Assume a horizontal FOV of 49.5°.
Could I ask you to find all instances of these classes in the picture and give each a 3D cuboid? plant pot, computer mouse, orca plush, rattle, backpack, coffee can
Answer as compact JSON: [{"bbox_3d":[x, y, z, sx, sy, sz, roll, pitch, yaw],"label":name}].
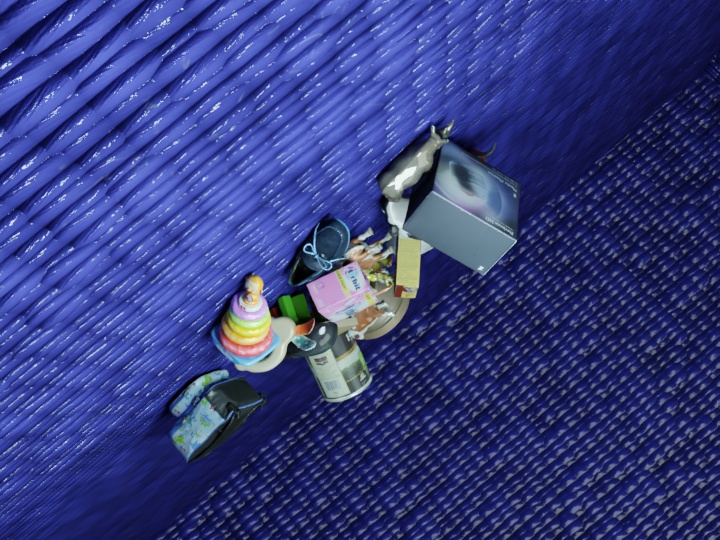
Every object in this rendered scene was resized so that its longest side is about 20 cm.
[{"bbox_3d":[0.025,0.079,2.113,0.201,0.201,0.093,-42,128,6],"label":"plant pot"},{"bbox_3d":[-0.112,0.167,1.702,0.138,0.053,0.200,-8,163,-37],"label":"computer mouse"},{"bbox_3d":[0.100,-0.124,1.711,0.200,0.071,0.105,13,109,-45],"label":"orca plush"},{"bbox_3d":[-0.172,0.146,1.668,0.200,0.130,0.143,-21,158,8],"label":"rattle"},{"bbox_3d":[-0.354,0.334,1.820,0.200,0.147,0.183,-48,168,16],"label":"backpack"},{"bbox_3d":[-0.072,0.226,2.073,0.146,0.200,0.146,-21,-163,7],"label":"coffee can"}]

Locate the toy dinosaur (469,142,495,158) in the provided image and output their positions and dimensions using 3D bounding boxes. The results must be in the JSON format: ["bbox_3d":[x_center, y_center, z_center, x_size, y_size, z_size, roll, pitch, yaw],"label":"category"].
[{"bbox_3d":[0.210,-0.234,1.747,0.200,0.077,0.102,-45,180,-3],"label":"toy dinosaur"}]

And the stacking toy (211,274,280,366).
[{"bbox_3d":[-0.212,0.080,1.491,0.110,0.116,0.200,-35,156,-37],"label":"stacking toy"}]

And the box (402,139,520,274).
[{"bbox_3d":[0.209,-0.132,1.579,0.123,0.200,0.199,-51,-164,42],"label":"box"}]

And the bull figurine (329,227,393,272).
[{"bbox_3d":[-0.004,-0.038,1.699,0.121,0.065,0.200,-28,172,20],"label":"bull figurine"}]

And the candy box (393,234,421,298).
[{"bbox_3d":[0.109,-0.047,1.807,0.056,0.200,0.117,5,164,1],"label":"candy box"}]

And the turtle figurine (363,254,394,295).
[{"bbox_3d":[0.000,0.000,1.844,0.200,0.064,0.161,-2,-153,28],"label":"turtle figurine"}]

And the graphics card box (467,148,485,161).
[{"bbox_3d":[0.231,-0.181,1.860,0.200,0.051,0.126,124,-21,-51],"label":"graphics card box"}]

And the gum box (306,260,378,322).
[{"bbox_3d":[-0.033,0.051,1.664,0.113,0.066,0.200,-26,167,2],"label":"gum box"}]

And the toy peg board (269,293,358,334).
[{"bbox_3d":[-0.149,0.124,1.805,0.200,0.098,0.199,-5,161,-45],"label":"toy peg board"}]

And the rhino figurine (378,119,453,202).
[{"bbox_3d":[0.110,-0.212,1.494,0.200,0.060,0.087,-45,171,15],"label":"rhino figurine"}]

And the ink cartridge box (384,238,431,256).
[{"bbox_3d":[0.171,-0.107,2.031,0.200,0.076,0.136,-23,160,-51],"label":"ink cartridge box"}]

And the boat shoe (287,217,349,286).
[{"bbox_3d":[-0.081,-0.022,1.520,0.069,0.084,0.200,-46,172,-41],"label":"boat shoe"}]

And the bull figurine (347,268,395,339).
[{"bbox_3d":[0.018,0.083,2.002,0.121,0.200,0.065,-13,-161,-18],"label":"bull figurine"}]
